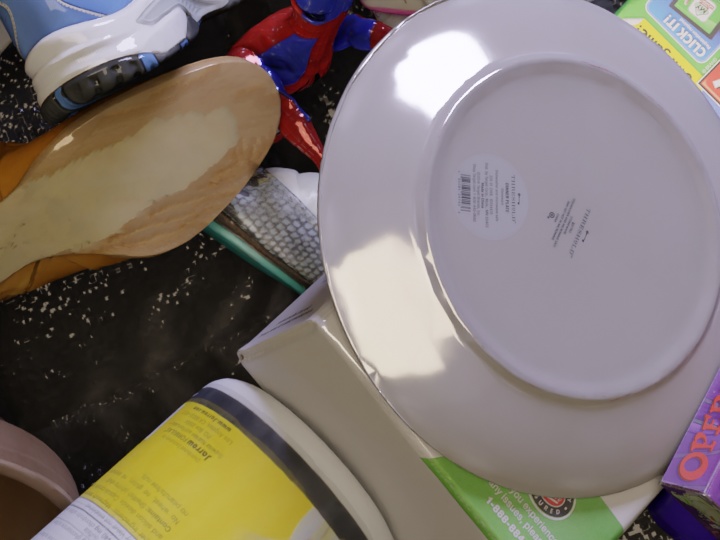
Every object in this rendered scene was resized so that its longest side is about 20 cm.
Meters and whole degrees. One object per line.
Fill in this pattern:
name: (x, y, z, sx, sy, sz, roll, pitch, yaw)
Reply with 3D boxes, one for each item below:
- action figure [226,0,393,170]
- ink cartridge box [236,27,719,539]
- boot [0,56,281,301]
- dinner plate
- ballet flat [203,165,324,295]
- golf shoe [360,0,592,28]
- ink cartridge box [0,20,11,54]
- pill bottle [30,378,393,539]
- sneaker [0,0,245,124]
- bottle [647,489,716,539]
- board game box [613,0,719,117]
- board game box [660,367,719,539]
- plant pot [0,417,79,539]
action figure: (0.008, -0.103, 0.763, 0.099, 0.200, 0.065, 45, 47, 9)
ink cartridge box: (0.075, 0.020, 0.775, 0.200, 0.084, 0.146, -43, 98, -27)
boot: (-0.139, -0.039, 0.803, 0.201, 0.144, 0.071, -37, 121, -7)
dinner plate: (0.077, -0.015, 0.724, 0.199, 0.024, 0.201, 7, 74, -24)
ballet flat: (0.000, 0.000, 0.836, 0.200, 0.072, 0.072, 41, 89, -4)
golf shoe: (0.009, -0.152, 0.809, 0.200, 0.075, 0.092, 33, 106, 0)
ink cartridge box: (-0.237, -0.077, 0.804, 0.104, 0.059, 0.200, 39, 94, -24)
pill bottle: (-0.089, 0.144, 0.743, 0.200, 0.112, 0.112, -42, 89, -18)
sneaker: (-0.092, -0.127, 0.772, 0.076, 0.200, 0.077, -27, 103, 17)
bottle: (0.229, 0.114, 0.833, 0.199, 0.065, 0.084, 24, 80, 0)
board game box: (0.220, -0.081, 0.856, 0.200, 0.029, 0.135, 45, 88, 1)
board game box: (0.204, 0.034, 0.771, 0.120, 0.032, 0.200, 45, 68, -36)
plant pot: (-0.220, 0.102, 0.796, 0.200, 0.201, 0.093, -23, 54, -1)
